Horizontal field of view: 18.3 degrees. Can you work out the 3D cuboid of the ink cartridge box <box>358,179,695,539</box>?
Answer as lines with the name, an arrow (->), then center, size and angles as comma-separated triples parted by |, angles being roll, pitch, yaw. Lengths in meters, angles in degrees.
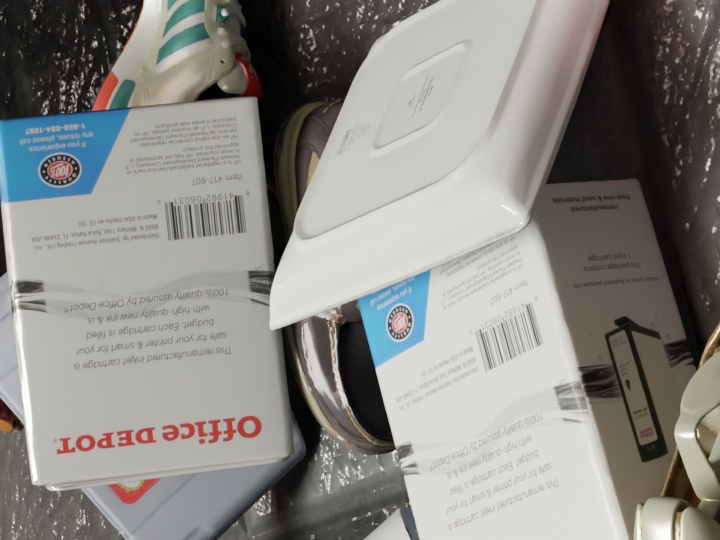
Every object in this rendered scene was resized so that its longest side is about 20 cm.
ink cartridge box -> 0.091, 0.075, 1.097 | 0.146, 0.084, 0.201 | -30, 71, 49

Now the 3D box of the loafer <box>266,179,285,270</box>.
loafer -> -0.094, -0.020, 1.350 | 0.199, 0.068, 0.076 | 3, 96, 52

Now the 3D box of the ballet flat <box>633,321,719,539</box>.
ballet flat -> 0.149, 0.100, 0.971 | 0.070, 0.065, 0.201 | -8, 49, 42

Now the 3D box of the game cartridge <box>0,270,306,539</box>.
game cartridge -> -0.129, 0.066, 1.305 | 0.200, 0.133, 0.041 | 50, 163, -12

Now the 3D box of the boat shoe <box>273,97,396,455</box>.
boat shoe -> 0.000, 0.000, 1.229 | 0.073, 0.074, 0.201 | -18, 80, 51

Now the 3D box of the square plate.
square plate -> 0.038, -0.077, 1.112 | 0.198, 0.028, 0.201 | -22, 37, 47

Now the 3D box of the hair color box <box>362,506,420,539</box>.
hair color box -> 0.008, 0.213, 1.216 | 0.200, 0.060, 0.099 | -46, 59, 44

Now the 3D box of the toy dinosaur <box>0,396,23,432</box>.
toy dinosaur -> -0.189, 0.072, 1.391 | 0.200, 0.181, 0.106 | -35, 67, 48

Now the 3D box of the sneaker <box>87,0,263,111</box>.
sneaker -> -0.087, -0.140, 1.326 | 0.093, 0.070, 0.201 | 21, 89, 25

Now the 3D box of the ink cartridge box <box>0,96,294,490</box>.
ink cartridge box -> -0.121, 0.012, 1.239 | 0.084, 0.145, 0.201 | 180, 85, -80
